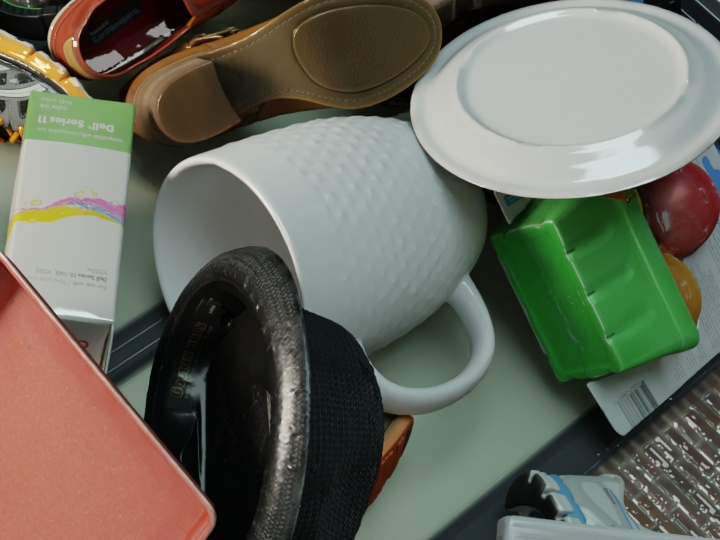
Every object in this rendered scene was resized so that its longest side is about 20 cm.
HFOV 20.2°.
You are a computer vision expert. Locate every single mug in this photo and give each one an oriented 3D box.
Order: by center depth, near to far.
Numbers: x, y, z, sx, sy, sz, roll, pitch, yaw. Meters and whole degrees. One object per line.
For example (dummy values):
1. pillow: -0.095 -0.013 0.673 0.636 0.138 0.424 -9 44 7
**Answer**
1. mug: 0.000 0.000 1.223 0.175 0.148 0.200 -21 66 -37

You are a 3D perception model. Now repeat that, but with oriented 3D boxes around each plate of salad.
1. plate of salad: 0.130 -0.101 1.232 0.199 0.048 0.201 -7 41 6

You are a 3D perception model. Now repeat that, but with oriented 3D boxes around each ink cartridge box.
1. ink cartridge box: -0.178 0.009 1.186 0.067 0.117 0.201 8 54 -10

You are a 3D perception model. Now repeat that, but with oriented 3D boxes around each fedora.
1. fedora: -0.044 0.090 1.085 0.091 0.201 0.201 9 52 -31

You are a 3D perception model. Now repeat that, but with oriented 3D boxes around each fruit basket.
1. fruit basket: 0.178 -0.019 1.298 0.200 0.094 0.186 -36 103 -43

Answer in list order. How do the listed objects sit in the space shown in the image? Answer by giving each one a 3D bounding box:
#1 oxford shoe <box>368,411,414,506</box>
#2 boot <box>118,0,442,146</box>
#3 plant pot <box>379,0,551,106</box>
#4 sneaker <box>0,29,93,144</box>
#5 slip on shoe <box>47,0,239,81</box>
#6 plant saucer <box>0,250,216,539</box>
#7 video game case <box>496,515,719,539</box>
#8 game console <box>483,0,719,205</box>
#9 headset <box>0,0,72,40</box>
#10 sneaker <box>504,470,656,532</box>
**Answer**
1. oxford shoe: -0.049 0.133 1.164 0.073 0.071 0.200 40 57 19
2. boot: -0.059 -0.135 1.289 0.199 0.155 0.074 -17 102 -13
3. plant pot: 0.027 -0.232 1.373 0.200 0.200 0.199 -20 71 -25
4. sneaker: -0.242 -0.115 1.292 0.200 0.078 0.077 32 78 7
5. slip on shoe: -0.109 -0.186 1.281 0.200 0.074 0.061 -36 25 -4
6. plant saucer: -0.181 0.123 1.084 0.200 0.200 0.037 48 25 20
7. video game case: 0.165 0.234 1.092 0.199 0.023 0.183 8 76 -12
8. game console: 0.186 -0.101 1.360 0.200 0.173 0.118 -33 43 -31
9. headset: -0.164 -0.220 1.344 0.199 0.094 0.124 -7 51 7
10. sneaker: 0.163 0.199 1.174 0.086 0.075 0.201 -6 60 -29
